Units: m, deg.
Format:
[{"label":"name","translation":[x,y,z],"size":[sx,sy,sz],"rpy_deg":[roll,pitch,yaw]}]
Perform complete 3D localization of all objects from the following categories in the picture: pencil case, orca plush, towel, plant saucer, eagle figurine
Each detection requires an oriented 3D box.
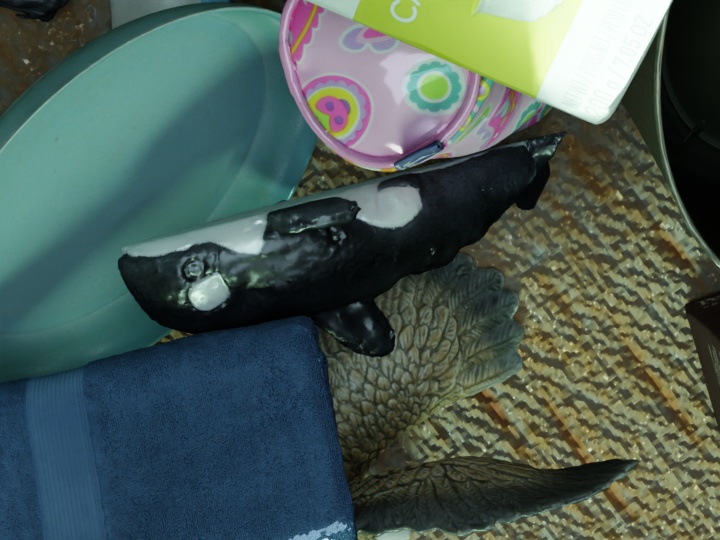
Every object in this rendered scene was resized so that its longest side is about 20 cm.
[{"label":"pencil case","translation":[0.032,-0.087,0.890],"size":[0.087,0.200,0.088],"rpy_deg":[1,96,14]},{"label":"orca plush","translation":[0.000,0.000,0.941],"size":[0.199,0.105,0.072],"rpy_deg":[-18,96,-35]},{"label":"towel","translation":[-0.101,0.089,0.885],"size":[0.199,0.049,0.112],"rpy_deg":[-14,65,6]},{"label":"plant saucer","translation":[-0.099,-0.032,0.914],"size":[0.200,0.200,0.027],"rpy_deg":[-49,64,5]},{"label":"eagle figurine","translation":[-0.003,0.091,0.960],"size":[0.152,0.151,0.200],"rpy_deg":[46,106,1]}]

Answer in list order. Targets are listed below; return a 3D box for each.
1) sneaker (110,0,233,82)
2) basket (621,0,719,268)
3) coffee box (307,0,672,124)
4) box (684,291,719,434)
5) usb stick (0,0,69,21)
[{"label":"sneaker","translation":[-0.095,-0.170,0.918],"size":[0.086,0.075,0.201],"rpy_deg":[2,100,-32]},{"label":"basket","translation":[0.167,-0.093,0.895],"size":[0.135,0.200,0.182],"rpy_deg":[7,100,-5]},{"label":"coffee box","translation":[0.046,-0.211,0.758],"size":[0.197,0.200,0.200],"rpy_deg":[23,131,-1]},{"label":"box","translation":[0.206,0.047,0.921],"size":[0.100,0.200,0.075],"rpy_deg":[-18,98,0]},{"label":"usb stick","translation":[-0.126,-0.207,0.947],"size":[0.055,0.033,0.201],"rpy_deg":[17,99,1]}]
